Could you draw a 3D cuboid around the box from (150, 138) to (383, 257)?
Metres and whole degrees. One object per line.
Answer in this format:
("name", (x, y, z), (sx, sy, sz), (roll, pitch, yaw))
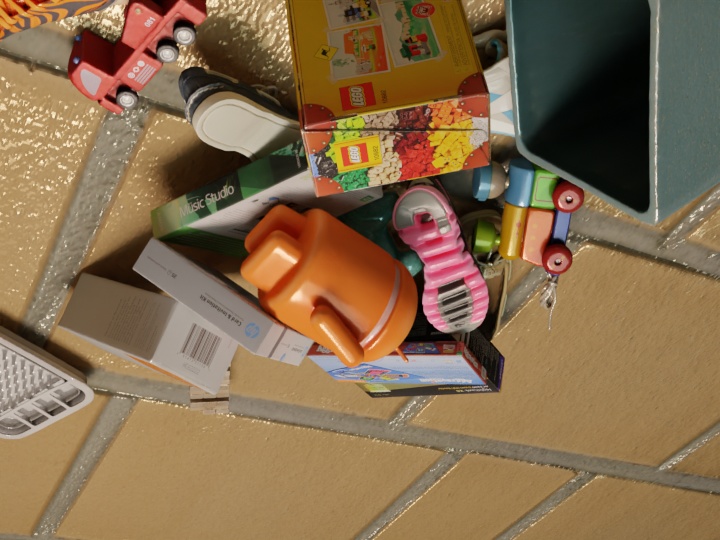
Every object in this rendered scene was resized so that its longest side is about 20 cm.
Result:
("box", (-0.095, -0.068, 0.991), (0.197, 0.037, 0.144), (-22, 163, 26))

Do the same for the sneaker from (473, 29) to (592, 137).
("sneaker", (0.149, -0.181, 0.932), (0.196, 0.077, 0.082), (-1, 139, -13))

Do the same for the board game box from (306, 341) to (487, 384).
("board game box", (0.044, 0.111, 1.163), (0.196, 0.020, 0.103), (-2, 154, 24))

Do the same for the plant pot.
("plant pot", (0.259, -0.192, 0.826), (0.197, 0.196, 0.199), (-23, 123, -19))

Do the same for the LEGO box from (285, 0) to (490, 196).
("LEGO box", (0.018, -0.172, 0.812), (0.146, 0.203, 0.078), (-10, 142, 1))

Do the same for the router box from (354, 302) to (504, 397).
("router box", (0.063, 0.104, 1.231), (0.197, 0.053, 0.157), (-7, 146, 32))

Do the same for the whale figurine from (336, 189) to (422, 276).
("whale figurine", (0.000, 0.000, 1.099), (0.156, 0.105, 0.202), (0, 137, -10))

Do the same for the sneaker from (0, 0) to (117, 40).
("sneaker", (-0.263, -0.202, 0.738), (0.197, 0.113, 0.078), (-12, 121, 38))

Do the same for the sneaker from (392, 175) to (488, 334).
("sneaker", (0.092, -0.023, 1.078), (0.077, 0.096, 0.203), (-13, 121, 11))

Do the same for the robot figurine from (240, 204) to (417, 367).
("robot figurine", (-0.024, 0.018, 0.970), (0.198, 0.143, 0.118), (32, 87, -25))

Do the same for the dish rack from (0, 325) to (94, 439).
("dish rack", (-0.453, 0.134, 1.218), (0.170, 0.044, 0.200), (-26, 139, 21))

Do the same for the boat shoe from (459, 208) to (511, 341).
("boat shoe", (0.151, 0.006, 1.170), (0.072, 0.064, 0.201), (-12, 141, 3))

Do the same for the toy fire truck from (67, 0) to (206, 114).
("toy fire truck", (-0.207, -0.231, 0.816), (0.140, 0.049, 0.199), (27, 130, -36))

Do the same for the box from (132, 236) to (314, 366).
("box", (-0.137, 0.038, 1.030), (0.042, 0.155, 0.200), (-56, 168, -1))

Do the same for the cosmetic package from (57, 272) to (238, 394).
("cosmetic package", (-0.236, 0.067, 1.071), (0.198, 0.072, 0.101), (12, 163, 45))

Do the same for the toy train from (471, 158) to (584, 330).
("toy train", (0.173, -0.028, 1.077), (0.113, 0.085, 0.204), (6, 114, 0))

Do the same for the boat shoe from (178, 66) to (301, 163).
("boat shoe", (-0.103, -0.139, 0.933), (0.075, 0.062, 0.199), (-42, 154, 20))

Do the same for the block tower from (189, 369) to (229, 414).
("block tower", (-0.191, 0.108, 1.231), (0.053, 0.059, 0.202), (-2, 140, -10))
